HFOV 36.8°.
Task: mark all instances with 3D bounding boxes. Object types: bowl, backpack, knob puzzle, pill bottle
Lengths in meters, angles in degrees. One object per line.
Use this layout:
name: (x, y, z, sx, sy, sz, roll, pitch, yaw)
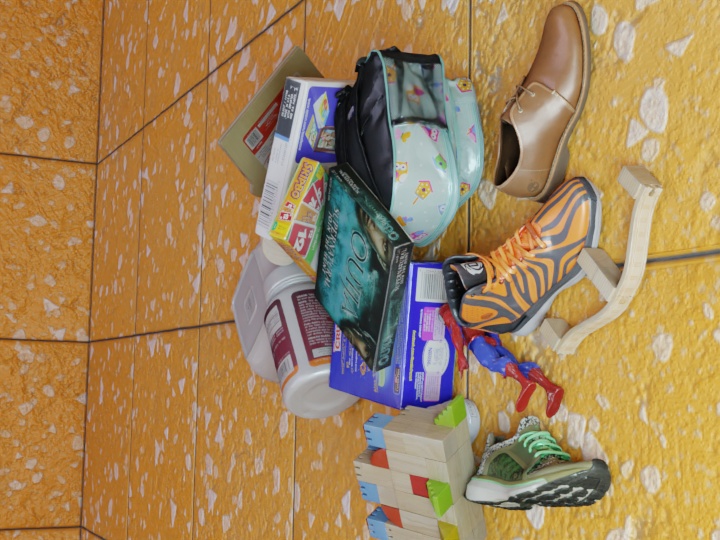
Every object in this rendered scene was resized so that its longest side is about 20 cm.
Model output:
bowl: (-0.140, 0.057, 1.689, 0.200, 0.074, 0.201, -62, 36, 41)
backpack: (0.052, -0.126, 1.225, 0.176, 0.152, 0.202, 137, 137, -62)
knob puzzle: (-0.097, -0.186, 1.518, 0.030, 0.218, 0.222, 24, 109, 42)
pill bottle: (-0.070, 0.092, 1.492, 0.115, 0.113, 0.201, -61, 35, 41)

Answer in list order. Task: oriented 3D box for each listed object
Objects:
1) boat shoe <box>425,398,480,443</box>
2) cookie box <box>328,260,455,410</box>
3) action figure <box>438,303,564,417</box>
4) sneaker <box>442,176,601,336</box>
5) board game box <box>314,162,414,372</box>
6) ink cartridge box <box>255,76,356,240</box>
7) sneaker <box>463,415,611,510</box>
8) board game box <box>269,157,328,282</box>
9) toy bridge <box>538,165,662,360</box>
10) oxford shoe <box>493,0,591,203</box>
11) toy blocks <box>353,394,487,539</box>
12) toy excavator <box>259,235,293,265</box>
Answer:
boat shoe: (0.067, 0.218, 1.243, 0.201, 0.066, 0.074, -68, 31, 32)
cookie box: (0.038, 0.071, 1.315, 0.200, 0.075, 0.173, 6, 91, 64)
action figure: (0.133, 0.086, 1.130, 0.200, 0.065, 0.052, 50, 125, 53)
sneaker: (0.150, -0.009, 1.054, 0.201, 0.111, 0.078, -65, 33, 35)
board game box: (0.000, 0.000, 1.192, 0.135, 0.028, 0.201, 51, 149, 34)
ink cartridge box: (-0.034, -0.141, 1.358, 0.043, 0.199, 0.200, 26, 111, 36)
sneaker: (0.166, 0.182, 1.049, 0.200, 0.076, 0.089, -25, 56, 59)
board game box: (-0.049, -0.048, 1.282, 0.096, 0.030, 0.200, -67, -18, -12)
toy bridge: (0.225, 0.006, 0.994, 0.067, 0.027, 0.201, 61, 139, 47)
oxford shoe: (0.177, -0.169, 1.072, 0.071, 0.071, 0.202, -149, 68, -63)
toy blocks: (0.055, 0.223, 1.161, 0.136, 0.100, 0.202, 6, 118, 37)
toy excavator: (-0.061, -0.119, 1.473, 0.100, 0.193, 0.202, -112, 6, -63)
